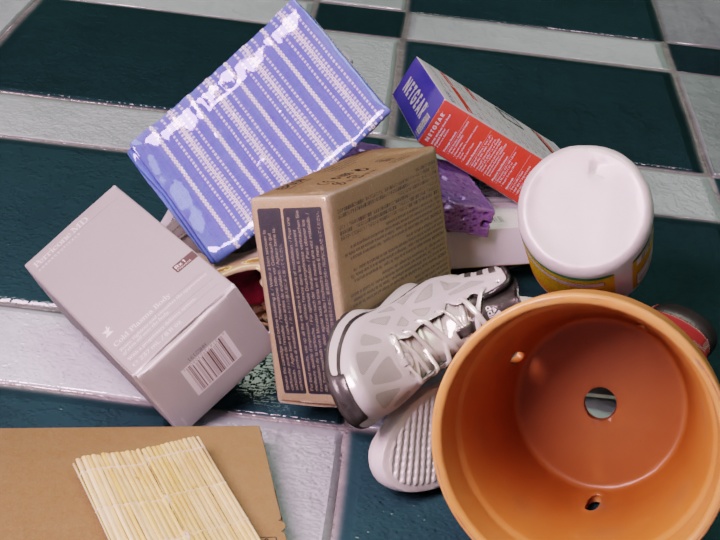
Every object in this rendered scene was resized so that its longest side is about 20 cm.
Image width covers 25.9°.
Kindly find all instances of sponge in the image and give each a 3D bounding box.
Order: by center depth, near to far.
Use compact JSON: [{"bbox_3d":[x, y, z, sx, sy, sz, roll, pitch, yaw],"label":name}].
[{"bbox_3d":[0.014,-0.081,1.403,0.198,0.030,0.112,9,26,-23],"label":"sponge"}]

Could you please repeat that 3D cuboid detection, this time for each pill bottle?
[{"bbox_3d":[0.197,-0.030,1.361,0.112,0.114,0.200,13,-9,13],"label":"pill bottle"}]

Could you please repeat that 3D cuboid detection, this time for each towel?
[{"bbox_3d":[-0.090,-0.118,1.324,0.145,0.200,0.024,52,6,23],"label":"towel"}]

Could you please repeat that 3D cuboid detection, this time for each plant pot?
[{"bbox_3d":[0.161,0.106,1.093,0.198,0.202,0.140,13,11,14],"label":"plant pot"}]

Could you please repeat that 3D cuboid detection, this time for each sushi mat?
[{"bbox_3d":[-0.116,0.174,1.022,0.095,0.012,0.200,-5,31,-26],"label":"sushi mat"}]

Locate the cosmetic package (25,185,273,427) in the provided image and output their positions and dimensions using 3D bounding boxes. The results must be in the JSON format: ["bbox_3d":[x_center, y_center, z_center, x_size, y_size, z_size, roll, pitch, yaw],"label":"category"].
[{"bbox_3d":[-0.168,0.027,1.235,0.107,0.090,0.200,-44,46,-12],"label":"cosmetic package"}]

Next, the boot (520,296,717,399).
[{"bbox_3d":[0.200,0.054,1.335,0.198,0.073,0.144,14,20,14],"label":"boot"}]

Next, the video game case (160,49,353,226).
[{"bbox_3d":[-0.101,-0.113,1.480,0.023,0.182,0.200,41,35,9],"label":"video game case"}]

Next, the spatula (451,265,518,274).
[{"bbox_3d":[0.135,-0.007,1.484,0.198,0.021,0.057,-3,21,-10],"label":"spatula"}]

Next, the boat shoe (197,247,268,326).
[{"bbox_3d":[-0.079,0.017,1.339,0.198,0.074,0.069,-11,33,-11],"label":"boat shoe"}]

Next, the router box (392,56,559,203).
[{"bbox_3d":[0.128,-0.126,1.543,0.179,0.049,0.200,30,13,-14],"label":"router box"}]

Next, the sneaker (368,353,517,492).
[{"bbox_3d":[0.057,0.110,1.201,0.082,0.074,0.200,-12,15,43],"label":"sneaker"}]

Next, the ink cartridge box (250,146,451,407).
[{"bbox_3d":[0.000,0.000,1.247,0.075,0.166,0.200,0,14,27],"label":"ink cartridge box"}]

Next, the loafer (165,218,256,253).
[{"bbox_3d":[-0.103,-0.035,1.391,0.199,0.070,0.070,-32,27,-21],"label":"loafer"}]

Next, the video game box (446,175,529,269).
[{"bbox_3d":[0.049,-0.051,1.501,0.198,0.047,0.182,-4,25,-10],"label":"video game box"}]

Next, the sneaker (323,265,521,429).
[{"bbox_3d":[0.055,0.040,1.136,0.115,0.076,0.200,-23,10,31],"label":"sneaker"}]

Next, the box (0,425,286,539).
[{"bbox_3d":[-0.156,0.158,1.082,0.198,0.021,0.164,0,27,-12],"label":"box"}]
